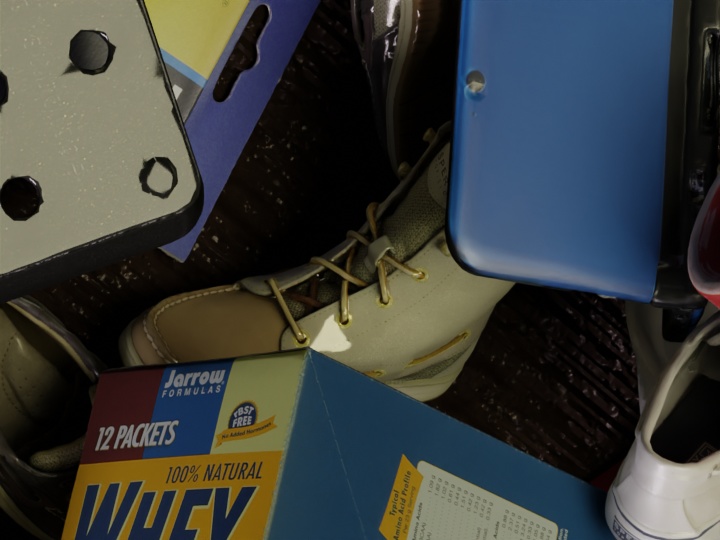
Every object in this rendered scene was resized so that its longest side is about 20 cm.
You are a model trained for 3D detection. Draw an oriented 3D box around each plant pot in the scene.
[{"bbox_3d":[-0.164,-0.069,1.135,0.199,0.177,0.200,-20,101,-17],"label":"plant pot"}]

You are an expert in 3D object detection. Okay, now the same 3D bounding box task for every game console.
[{"bbox_3d":[0.103,-0.080,1.325,0.118,0.171,0.200,4,80,4],"label":"game console"}]

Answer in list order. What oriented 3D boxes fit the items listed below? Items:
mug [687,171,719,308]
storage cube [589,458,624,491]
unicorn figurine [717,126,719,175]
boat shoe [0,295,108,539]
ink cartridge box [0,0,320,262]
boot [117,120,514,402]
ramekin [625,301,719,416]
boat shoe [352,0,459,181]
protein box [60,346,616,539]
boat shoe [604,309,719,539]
[{"bbox_3d":[0.250,0.025,1.239,0.200,0.178,0.133,34,114,-17],"label":"mug"},{"bbox_3d":[0.210,0.189,1.520,0.180,0.171,0.200,-31,118,-25],"label":"storage cube"},{"bbox_3d":[0.249,-0.035,1.361,0.200,0.137,0.074,33,62,-2],"label":"unicorn figurine"},{"bbox_3d":[-0.136,0.071,1.306,0.073,0.065,0.200,-53,126,-15],"label":"boat shoe"},{"bbox_3d":[-0.095,-0.128,1.298,0.200,0.047,0.198,31,82,-34],"label":"ink cartridge box"},{"bbox_3d":[0.000,0.000,1.333,0.200,0.072,0.155,-3,145,-40],"label":"boot"},{"bbox_3d":[0.227,0.047,1.432,0.200,0.200,0.098,-32,142,-25],"label":"ramekin"},{"bbox_3d":[0.030,-0.129,1.366,0.073,0.065,0.200,-22,134,-28],"label":"boat shoe"},{"bbox_3d":[-0.017,0.161,1.255,0.200,0.135,0.199,27,67,-38],"label":"protein box"},{"bbox_3d":[0.176,0.048,1.311,0.200,0.073,0.065,-53,160,-43],"label":"boat shoe"}]
